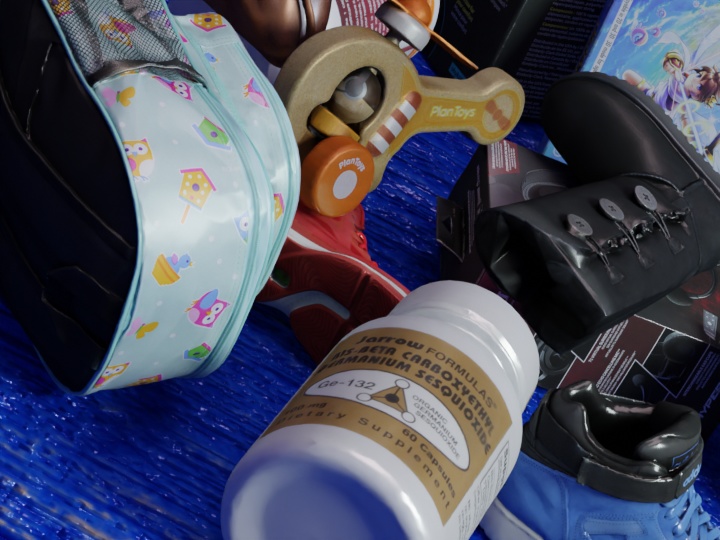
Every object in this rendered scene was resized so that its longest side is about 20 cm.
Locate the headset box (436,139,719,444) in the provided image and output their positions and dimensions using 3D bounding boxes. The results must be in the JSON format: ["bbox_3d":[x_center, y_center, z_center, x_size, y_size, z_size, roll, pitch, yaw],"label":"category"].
[{"bbox_3d":[0.134,0.007,1.490,0.199,0.077,0.149,22,31,-12],"label":"headset box"}]

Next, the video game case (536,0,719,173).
[{"bbox_3d":[0.228,-0.100,1.612,0.181,0.201,0.045,25,-2,-4],"label":"video game case"}]

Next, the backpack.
[{"bbox_3d":[-0.120,-0.038,1.264,0.153,0.176,0.200,2,43,-30],"label":"backpack"}]

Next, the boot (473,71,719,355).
[{"bbox_3d":[0.126,-0.040,1.425,0.165,0.066,0.200,40,38,21],"label":"boot"}]

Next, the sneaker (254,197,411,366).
[{"bbox_3d":[0.000,0.000,1.395,0.200,0.079,0.115,38,34,14],"label":"sneaker"}]

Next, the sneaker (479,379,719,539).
[{"bbox_3d":[0.169,0.136,1.290,0.199,0.111,0.077,32,31,7],"label":"sneaker"}]

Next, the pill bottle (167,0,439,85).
[{"bbox_3d":[-0.040,-0.167,1.575,0.113,0.113,0.200,37,31,16],"label":"pill bottle"}]

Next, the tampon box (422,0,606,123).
[{"bbox_3d":[0.136,-0.226,1.715,0.126,0.200,0.150,5,38,-33],"label":"tampon box"}]

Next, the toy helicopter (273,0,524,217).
[{"bbox_3d":[0.026,-0.108,1.423,0.199,0.133,0.079,-3,28,-45],"label":"toy helicopter"}]

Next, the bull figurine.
[{"bbox_3d":[-0.083,-0.207,1.444,0.200,0.122,0.065,41,27,23],"label":"bull figurine"}]

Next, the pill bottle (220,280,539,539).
[{"bbox_3d":[0.019,0.088,1.229,0.114,0.115,0.200,31,35,7],"label":"pill bottle"}]
